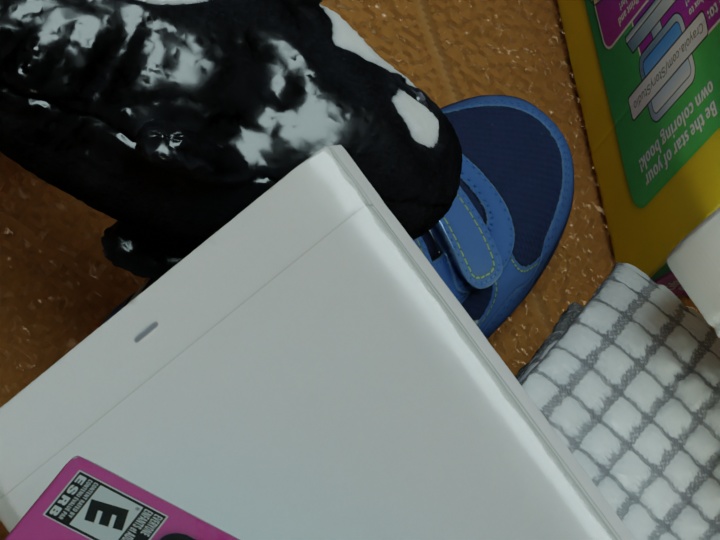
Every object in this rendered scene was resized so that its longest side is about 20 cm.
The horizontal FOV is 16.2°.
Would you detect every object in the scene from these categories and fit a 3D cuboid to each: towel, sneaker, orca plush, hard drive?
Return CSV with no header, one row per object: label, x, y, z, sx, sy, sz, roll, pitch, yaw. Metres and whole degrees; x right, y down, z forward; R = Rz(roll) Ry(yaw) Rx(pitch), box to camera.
towel,0.078,0.119,0.753,0.165,0.086,0.200,41,58,0
sneaker,0.000,0.000,0.779,0.200,0.082,0.074,-36,79,-31
orca plush,-0.055,-0.055,0.666,0.200,0.071,0.105,38,94,-21
hard drive,0.002,0.088,0.653,0.132,0.026,0.201,-38,85,14

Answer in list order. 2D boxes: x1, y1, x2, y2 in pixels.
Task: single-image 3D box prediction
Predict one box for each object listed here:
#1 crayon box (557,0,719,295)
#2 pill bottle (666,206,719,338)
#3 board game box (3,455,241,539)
crayon box,0.130,-0.110,0.809,0.058,0.200,0.174,-3,67,-21
pill bottle,0.175,0.054,0.709,0.111,0.111,0.201,-31,81,-29
board game box,-0.019,0.147,0.567,0.199,0.065,0.148,27,46,11
